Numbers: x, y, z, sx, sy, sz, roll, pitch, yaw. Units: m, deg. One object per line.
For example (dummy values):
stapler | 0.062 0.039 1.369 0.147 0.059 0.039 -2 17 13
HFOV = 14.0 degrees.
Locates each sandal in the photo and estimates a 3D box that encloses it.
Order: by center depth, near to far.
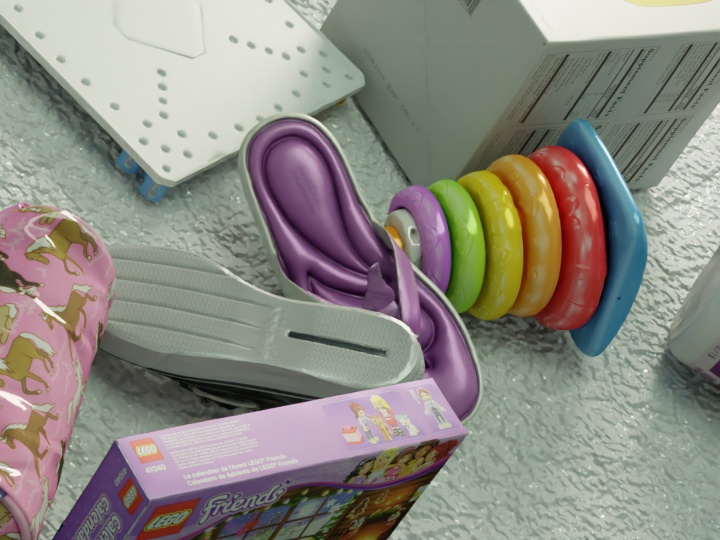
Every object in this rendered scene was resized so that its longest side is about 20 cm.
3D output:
sandal | -0.006 0.004 1.608 0.082 0.050 0.203 -34 84 -7

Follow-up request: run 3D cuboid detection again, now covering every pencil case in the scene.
pencil case | -0.177 0.058 1.436 0.082 0.087 0.200 11 44 3

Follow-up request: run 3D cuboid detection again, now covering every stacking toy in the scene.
stacking toy | 0.053 -0.013 1.686 0.199 0.116 0.110 -6 46 -22

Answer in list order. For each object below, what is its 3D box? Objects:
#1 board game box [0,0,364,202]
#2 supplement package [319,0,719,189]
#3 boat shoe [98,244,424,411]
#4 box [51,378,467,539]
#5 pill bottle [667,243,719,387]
board game box | -0.124 -0.142 1.731 0.200 0.026 0.200 45 40 13
supplement package | 0.113 -0.147 1.806 0.199 0.151 0.152 -7 54 -40
boat shoe | -0.066 0.046 1.548 0.199 0.071 0.072 17 52 9
box | -0.059 0.121 1.420 0.199 0.137 0.039 -9 55 -41
pill bottle | 0.293 0.056 1.760 0.200 0.112 0.112 33 39 -2
